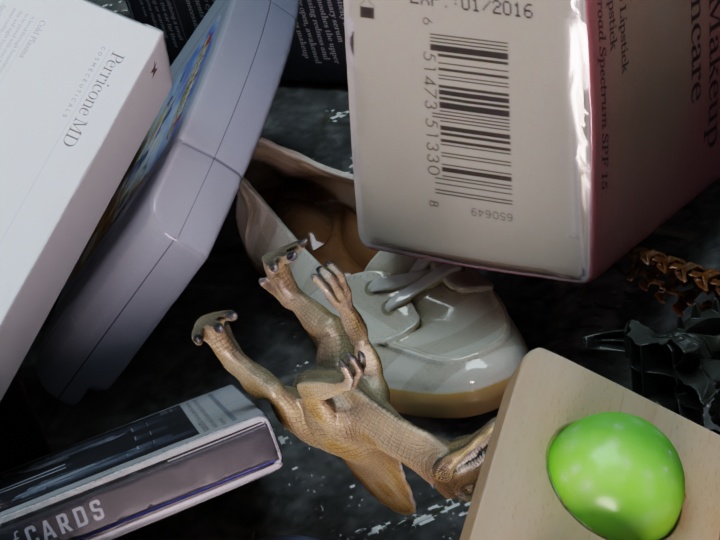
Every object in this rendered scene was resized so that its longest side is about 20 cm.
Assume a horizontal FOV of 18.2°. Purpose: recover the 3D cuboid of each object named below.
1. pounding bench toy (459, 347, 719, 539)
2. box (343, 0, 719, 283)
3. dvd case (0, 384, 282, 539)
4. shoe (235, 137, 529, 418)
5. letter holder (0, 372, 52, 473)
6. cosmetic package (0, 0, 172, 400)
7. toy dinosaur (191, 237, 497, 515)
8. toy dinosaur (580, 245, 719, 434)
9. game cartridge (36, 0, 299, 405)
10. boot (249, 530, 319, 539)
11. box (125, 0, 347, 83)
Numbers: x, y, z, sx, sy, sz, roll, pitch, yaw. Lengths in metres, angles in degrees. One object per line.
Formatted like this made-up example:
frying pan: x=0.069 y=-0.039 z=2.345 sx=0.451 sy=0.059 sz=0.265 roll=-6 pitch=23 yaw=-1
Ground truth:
pounding bench toy: x=0.075 y=0.101 z=0.670 sx=0.124 sy=0.156 sz=0.201 roll=25 pitch=43 yaw=-4
box: x=0.090 y=-0.093 z=0.928 sx=0.108 sy=0.129 sz=0.200 roll=10 pitch=26 yaw=30
dvd case: x=-0.130 y=0.093 z=0.846 sx=0.199 sy=0.025 sz=0.150 roll=-21 pitch=4 yaw=-7
shoe: x=0.000 y=0.000 z=0.952 sx=0.070 sy=0.054 sz=0.200 roll=-31 pitch=39 yaw=-19
letter holder: x=-0.254 y=0.052 z=0.950 sx=0.199 sy=0.101 sz=0.142 roll=-26 pitch=36 yaw=-12
cosmetic package: x=-0.183 y=-0.030 z=0.870 sx=0.150 sy=0.052 sz=0.201 roll=23 pitch=70 yaw=11
toy dinosaur: x=-0.014 y=0.046 z=0.816 sx=0.058 sy=0.101 sz=0.200 roll=-37 pitch=15 yaw=-15
toy dinosaur: x=0.156 y=0.052 z=0.817 sx=0.135 sy=0.103 sz=0.200 roll=-15 pitch=15 yaw=-23
game cartridge: x=-0.081 y=-0.047 z=0.995 sx=0.041 sy=0.133 sz=0.201 roll=26 pitch=40 yaw=-10
boot: x=-0.064 y=0.138 z=0.812 sx=0.199 sy=0.075 sz=0.097 roll=4 pitch=14 yaw=43
box: x=-0.007 y=-0.177 z=1.141 sx=0.199 sy=0.105 sz=0.148 roll=5 pitch=41 yaw=27
